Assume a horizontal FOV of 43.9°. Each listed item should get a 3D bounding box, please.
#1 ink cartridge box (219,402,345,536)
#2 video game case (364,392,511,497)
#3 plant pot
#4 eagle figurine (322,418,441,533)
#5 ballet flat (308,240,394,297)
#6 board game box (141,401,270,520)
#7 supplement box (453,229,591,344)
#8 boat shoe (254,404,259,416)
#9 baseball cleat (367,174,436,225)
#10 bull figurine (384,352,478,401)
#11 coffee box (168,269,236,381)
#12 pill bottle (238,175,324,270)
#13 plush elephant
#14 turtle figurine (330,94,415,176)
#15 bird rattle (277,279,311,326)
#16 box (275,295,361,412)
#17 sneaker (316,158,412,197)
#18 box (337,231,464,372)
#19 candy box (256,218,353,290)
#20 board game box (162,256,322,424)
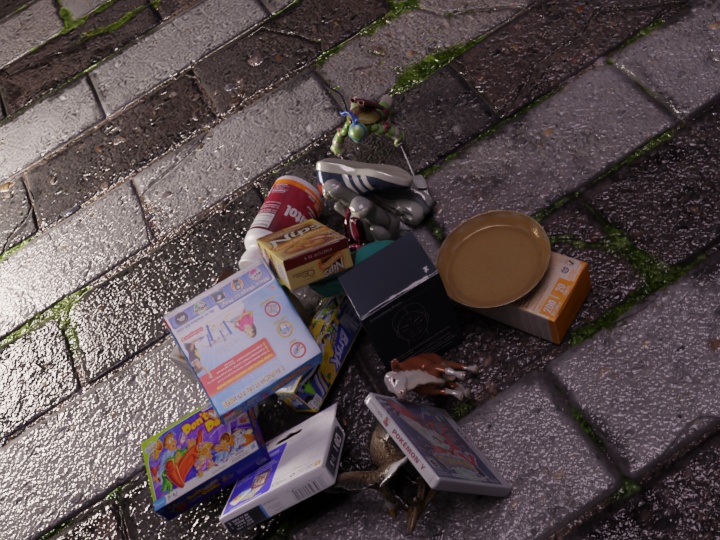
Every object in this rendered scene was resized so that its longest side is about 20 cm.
[{"bbox_3d":[-0.117,0.315,1.431,0.196,0.044,0.201,-31,14,15],"label":"ink cartridge box"},{"bbox_3d":[0.117,0.261,1.332,0.023,0.198,0.182,-54,49,14],"label":"video game case"},{"bbox_3d":[0.224,-0.015,1.501,0.195,0.028,0.203,-13,50,16],"label":"plant pot"},{"bbox_3d":[0.030,0.313,1.363,0.198,0.150,0.154,25,103,39],"label":"eagle figurine"},{"bbox_3d":[0.000,0.000,1.562,0.196,0.070,0.069,-16,53,25],"label":"ballet flat"},{"bbox_3d":[-0.258,0.299,1.474,0.197,0.045,0.136,-31,49,4],"label":"board game box"},{"bbox_3d":[0.274,0.025,1.516,0.197,0.074,0.127,20,64,34],"label":"supplement box"},{"bbox_3d":[-0.262,0.289,1.548,0.202,0.065,0.074,-43,50,-11],"label":"boat shoe"},{"bbox_3d":[0.063,-0.158,1.757,0.199,0.070,0.106,35,65,28],"label":"baseball cleat"},{"bbox_3d":[0.114,0.169,1.414,0.119,0.199,0.067,12,97,17],"label":"bull figurine"},{"bbox_3d":[-0.251,0.111,1.667,0.112,0.080,0.202,14,61,30],"label":"coffee box"},{"bbox_3d":[-0.157,-0.075,1.747,0.111,0.114,0.203,10,60,28],"label":"pill bottle"},{"bbox_3d":[-0.006,-0.049,1.648,0.157,0.198,0.164,-58,40,3],"label":"plush elephant"},{"bbox_3d":[0.016,-0.274,1.850,0.142,0.201,0.196,-30,24,28],"label":"turtle figurine"},{"bbox_3d":[-0.164,0.093,1.590,0.111,0.163,0.202,4,54,49],"label":"bird rattle"},{"bbox_3d":[-0.069,0.145,1.562,0.069,0.064,0.202,-10,44,53],"label":"box"},{"bbox_3d":[0.007,-0.159,1.702,0.196,0.087,0.075,12,18,24],"label":"sneaker"},{"bbox_3d":[0.070,0.064,1.489,0.146,0.201,0.108,-30,49,-2],"label":"box"},{"bbox_3d":[-0.098,-0.031,1.512,0.113,0.057,0.200,-20,18,-14],"label":"candy box"},{"bbox_3d":[-0.193,0.114,1.474,0.197,0.056,0.198,-30,72,-14],"label":"board game box"}]
